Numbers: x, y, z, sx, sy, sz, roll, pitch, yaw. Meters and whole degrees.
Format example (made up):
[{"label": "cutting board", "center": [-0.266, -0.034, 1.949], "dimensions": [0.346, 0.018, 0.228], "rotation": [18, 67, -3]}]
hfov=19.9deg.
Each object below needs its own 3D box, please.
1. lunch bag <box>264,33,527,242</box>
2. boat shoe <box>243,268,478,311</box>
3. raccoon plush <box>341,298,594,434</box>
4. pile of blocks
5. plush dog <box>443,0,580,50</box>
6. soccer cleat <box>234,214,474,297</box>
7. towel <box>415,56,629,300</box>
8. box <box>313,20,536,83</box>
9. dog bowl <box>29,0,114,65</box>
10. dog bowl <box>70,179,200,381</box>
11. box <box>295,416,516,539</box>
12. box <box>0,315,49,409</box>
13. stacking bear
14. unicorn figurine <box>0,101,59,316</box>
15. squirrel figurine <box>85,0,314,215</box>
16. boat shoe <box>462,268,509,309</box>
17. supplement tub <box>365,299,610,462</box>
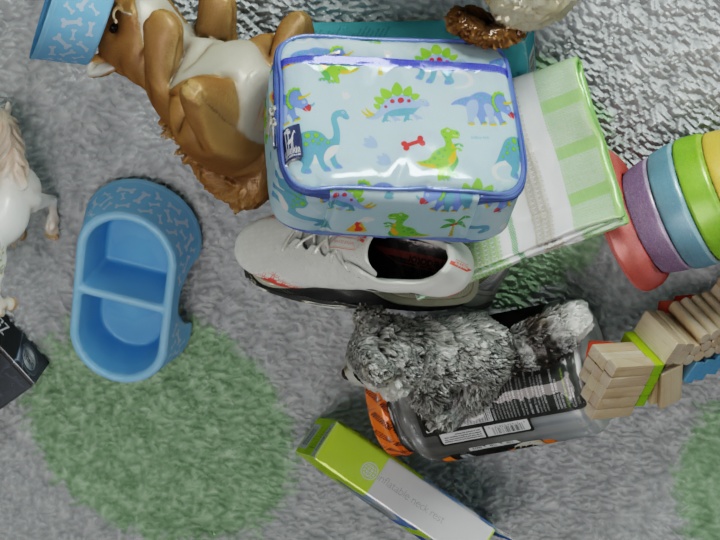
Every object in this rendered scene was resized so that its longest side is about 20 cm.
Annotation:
[{"label": "lunch bag", "center": [0.024, -0.108, 1.603], "dimensions": [0.200, 0.161, 0.082], "rotation": [3, 148, -9]}, {"label": "boat shoe", "center": [0.000, 0.000, 1.749], "dimensions": [0.200, 0.072, 0.068], "rotation": [6, 160, -9]}, {"label": "raccoon plush", "center": [0.079, 0.048, 1.702], "dimensions": [0.200, 0.097, 0.134], "rotation": [-36, 146, 6]}, {"label": "pile of blocks", "center": [0.264, 0.062, 1.761], "dimensions": [0.200, 0.062, 0.082], "rotation": [-22, 138, -19]}, {"label": "plush dog", "center": [0.123, -0.261, 1.576], "dimensions": [0.200, 0.160, 0.172], "rotation": [-42, 133, -3]}, {"label": "soccer cleat", "center": [-0.008, -0.015, 1.651], "dimensions": [0.200, 0.085, 0.069], "rotation": [8, 83, 12]}, {"label": "towel", "center": [0.106, -0.075, 1.678], "dimensions": [0.200, 0.031, 0.149], "rotation": [-20, 82, 23]}, {"label": "box", "center": [0.047, -0.164, 1.728], "dimensions": [0.200, 0.049, 0.082], "rotation": [0, 118, 14]}, {"label": "dog bowl", "center": [-0.218, -0.261, 1.689], "dimensions": [0.050, 0.111, 0.200], "rotation": [18, 95, -13]}, {"label": "dog bowl", "center": [-0.211, 0.016, 1.886], "dimensions": [0.111, 0.050, 0.200], "rotation": [14, 121, 7]}, {"label": "box", "center": [0.040, 0.208, 1.898], "dimensions": [0.200, 0.122, 0.048], "rotation": [35, 82, -7]}, {"label": "box", "center": [-0.427, 0.090, 1.995], "dimensions": [0.200, 0.044, 0.160], "rotation": [-33, 106, 27]}, {"label": "stacking bear", "center": [0.302, -0.069, 1.678], "dimensions": [0.200, 0.114, 0.121], "rotation": [-24, 110, 20]}, {"label": "unicorn figurine", "center": [-0.321, -0.053, 1.849], "dimensions": [0.074, 0.200, 0.137], "rotation": [2, 146, 8]}, {"label": "squirrel figurine", "center": [-0.141, -0.148, 1.720], "dimensions": [0.187, 0.142, 0.200], "rotation": [26, 147, 32]}, {"label": "boat shoe", "center": [0.036, -0.034, 1.793], "dimensions": [0.202, 0.074, 0.065], "rotation": [26, 115, -5]}, {"label": "supplement tub", "center": [0.113, 0.101, 1.816], "dimensions": [0.200, 0.123, 0.123], "rotation": [-12, 115, 21]}]
